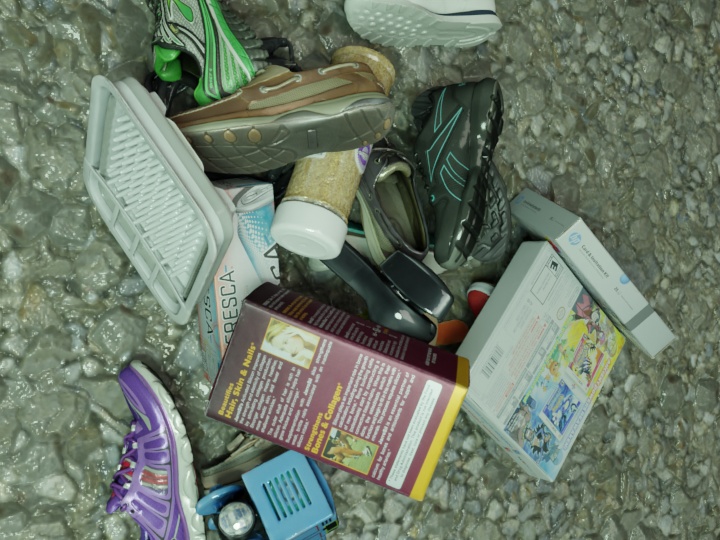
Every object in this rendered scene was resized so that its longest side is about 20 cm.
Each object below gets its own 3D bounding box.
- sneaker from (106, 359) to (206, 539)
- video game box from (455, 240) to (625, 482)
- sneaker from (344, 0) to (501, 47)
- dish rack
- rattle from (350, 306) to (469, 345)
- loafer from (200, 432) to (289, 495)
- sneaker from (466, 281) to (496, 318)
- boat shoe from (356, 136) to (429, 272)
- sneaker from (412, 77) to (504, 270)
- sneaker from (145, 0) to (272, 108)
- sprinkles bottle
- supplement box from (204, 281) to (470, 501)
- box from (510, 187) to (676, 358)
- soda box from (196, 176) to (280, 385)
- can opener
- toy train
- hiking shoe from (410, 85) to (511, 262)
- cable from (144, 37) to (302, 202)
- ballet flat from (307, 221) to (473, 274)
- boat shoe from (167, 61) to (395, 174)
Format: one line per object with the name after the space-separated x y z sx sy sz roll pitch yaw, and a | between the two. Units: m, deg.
-0.197 0.183 0.739 0.083 0.081 0.201 -12 96 -23 | sneaker
0.197 0.100 0.892 0.182 0.047 0.200 45 67 -24 | video game box
0.066 -0.302 0.899 0.199 0.076 0.081 -5 80 -33 | sneaker
-0.167 -0.057 0.670 0.043 0.200 0.172 -31 81 -29 | dish rack
0.020 0.081 0.888 0.200 0.142 0.131 -19 93 -63 | rattle
-0.069 0.159 0.784 0.199 0.072 0.063 -22 88 7 | loafer
0.167 0.116 0.941 0.113 0.071 0.200 -48 112 -24 | sneaker
0.024 -0.096 0.818 0.072 0.065 0.201 -11 81 -34 | boat shoe
0.093 -0.098 0.814 0.075 0.079 0.201 41 59 -65 | sneaker
-0.164 -0.226 0.730 0.085 0.078 0.200 -32 74 -20 | sneaker
-0.024 -0.113 0.756 0.068 0.068 0.201 26 69 -26 | sprinkles bottle
-0.017 0.100 0.695 0.199 0.086 0.111 21 102 4 | supplement box
0.269 -0.001 0.951 0.041 0.156 0.200 -44 110 5 | box
-0.118 0.015 0.768 0.068 0.064 0.201 -11 108 -28 | soda box
0.000 0.000 0.776 0.079 0.200 0.063 -50 155 -5 | can opener
-0.078 0.235 0.740 0.114 0.200 0.087 -24 64 -11 | toy train
0.126 -0.106 0.893 0.101 0.076 0.201 -2 74 -65 | hiking shoe
-0.127 -0.142 0.802 0.200 0.051 0.164 -23 105 -30 | cable
0.031 -0.015 0.879 0.199 0.069 0.070 7 86 -24 | ballet flat
-0.073 -0.136 0.696 0.199 0.076 0.072 -10 67 -11 | boat shoe
